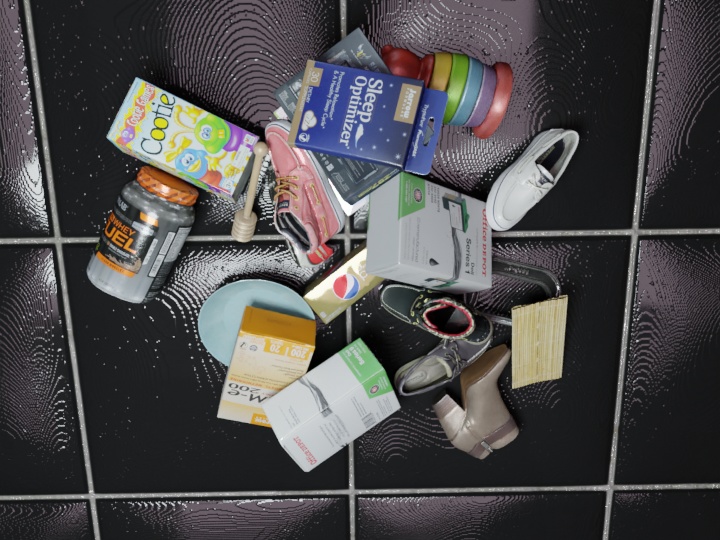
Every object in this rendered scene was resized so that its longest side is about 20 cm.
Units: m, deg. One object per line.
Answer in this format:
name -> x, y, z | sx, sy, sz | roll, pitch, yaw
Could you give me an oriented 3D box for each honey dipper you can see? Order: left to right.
honey dipper -> -0.174, -0.123, 0.988 | 0.038, 0.038, 0.200 | 18, 138, -5

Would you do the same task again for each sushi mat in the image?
sushi mat -> 0.308, 0.127, 1.081 | 0.096, 0.012, 0.200 | -11, 128, 0

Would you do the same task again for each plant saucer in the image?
plant saucer -> -0.176, 0.090, 1.079 | 0.201, 0.039, 0.201 | -1, 122, -1

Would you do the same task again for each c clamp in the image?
c clamp -> 0.249, 0.063, 1.088 | 0.200, 0.027, 0.171 | 7, 86, -4

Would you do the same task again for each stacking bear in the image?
stacking bear -> 0.120, -0.285, 0.959 | 0.200, 0.114, 0.122 | 13, 104, -7

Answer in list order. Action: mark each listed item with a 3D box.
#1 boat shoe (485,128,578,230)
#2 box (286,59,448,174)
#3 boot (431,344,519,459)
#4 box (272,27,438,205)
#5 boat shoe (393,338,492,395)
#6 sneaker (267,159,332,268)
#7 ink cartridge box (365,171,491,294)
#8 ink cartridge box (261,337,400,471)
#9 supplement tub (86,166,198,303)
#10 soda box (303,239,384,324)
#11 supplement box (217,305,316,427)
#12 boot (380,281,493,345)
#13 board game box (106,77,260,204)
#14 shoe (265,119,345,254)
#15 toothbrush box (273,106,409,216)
boat shoe -> 0.278, -0.146, 0.994 | 0.200, 0.066, 0.072 | -48, 109, -12
box -> 0.009, -0.209, 0.849 | 0.200, 0.032, 0.121 | 14, 89, 11
boot -> 0.232, 0.243, 1.121 | 0.146, 0.070, 0.200 | 45, 109, -8
box -> -0.008, -0.219, 0.895 | 0.158, 0.051, 0.200 | -35, 80, 8
boat shoe -> 0.149, 0.163, 1.101 | 0.200, 0.065, 0.072 | -31, 99, 4
sneaker -> -0.098, -0.105, 1.042 | 0.085, 0.077, 0.200 | -20, 105, -16
ink cartridge box -> 0.111, -0.052, 0.970 | 0.200, 0.084, 0.146 | 12, 74, -36
ink cartridge box -> -0.047, 0.228, 1.048 | 0.200, 0.084, 0.146 | -33, 141, -10
supplement tub -> -0.349, -0.059, 1.013 | 0.122, 0.123, 0.200 | 27, 102, -7
soda box -> 0.000, 0.000, 1.059 | 0.200, 0.068, 0.064 | -39, 101, 8
supplement box -> -0.161, 0.169, 1.063 | 0.126, 0.074, 0.200 | 13, 122, -11
boot -> 0.108, 0.061, 1.005 | 0.203, 0.154, 0.074 | 21, 90, 21
board game box -> -0.269, -0.197, 0.977 | 0.200, 0.105, 0.103 | 25, 85, -6
shoe -> -0.100, -0.125, 0.948 | 0.071, 0.091, 0.200 | -11, 116, 41
toothbrush box -> -0.019, -0.213, 0.997 | 0.146, 0.086, 0.200 | -34, 103, 8
